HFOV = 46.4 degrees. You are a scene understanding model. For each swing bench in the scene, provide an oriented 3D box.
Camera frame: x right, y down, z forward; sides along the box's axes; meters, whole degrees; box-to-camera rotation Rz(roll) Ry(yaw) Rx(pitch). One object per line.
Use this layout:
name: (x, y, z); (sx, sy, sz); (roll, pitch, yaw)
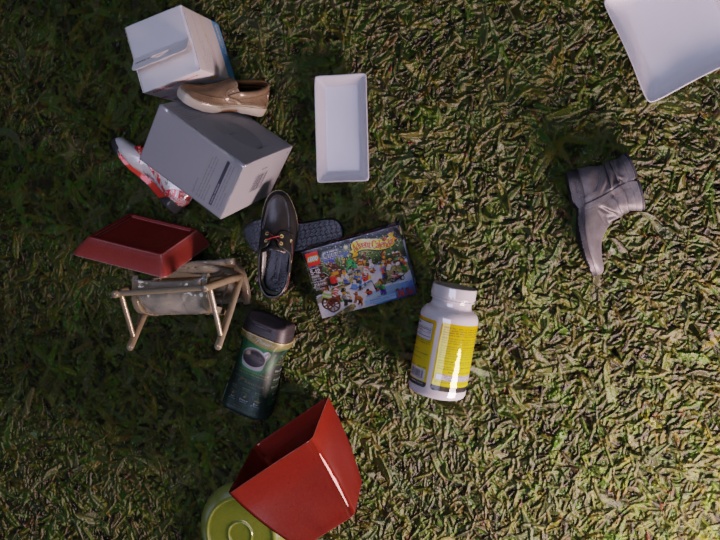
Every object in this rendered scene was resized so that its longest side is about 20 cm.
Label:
swing bench: (-0.337, 0.049, 1.616); (0.194, 0.201, 0.133); (-3, 114, 13)

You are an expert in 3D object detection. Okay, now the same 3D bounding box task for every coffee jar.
coffee jar: (-0.199, 0.184, 1.658); (0.102, 0.085, 0.205); (20, 99, 14)

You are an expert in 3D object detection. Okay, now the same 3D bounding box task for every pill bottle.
pill bottle: (0.158, 0.128, 1.556); (0.110, 0.112, 0.205); (11, 97, 12)

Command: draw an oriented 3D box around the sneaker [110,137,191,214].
sneaker: (-0.401, -0.222, 1.688); (0.201, 0.067, 0.108); (46, 101, 3)

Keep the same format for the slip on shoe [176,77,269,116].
slip on shoe: (-0.253, -0.335, 1.581); (0.076, 0.197, 0.061); (50, 125, 36)

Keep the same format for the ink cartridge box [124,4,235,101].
ink cartridge box: (-0.343, -0.407, 1.591); (0.126, 0.200, 0.128); (-17, 90, 13)

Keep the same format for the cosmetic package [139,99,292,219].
cosmetic package: (-0.269, -0.221, 1.577); (0.198, 0.199, 0.124); (36, 117, 8)

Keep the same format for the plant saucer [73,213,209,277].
plant saucer: (-0.420, -0.057, 1.634); (0.195, 0.200, 0.038); (14, 114, 11)

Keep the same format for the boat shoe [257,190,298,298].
boat shoe: (-0.158, -0.049, 1.601); (0.072, 0.063, 0.207); (4, 97, -1)

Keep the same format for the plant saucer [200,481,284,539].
plant saucer: (-0.242, 0.537, 1.722); (0.195, 0.031, 0.206); (1, 94, 13)

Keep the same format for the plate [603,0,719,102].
plate: (0.553, -0.426, 1.465); (0.197, 0.032, 0.203); (-25, 87, 14)

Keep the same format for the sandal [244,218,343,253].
sandal: (-0.130, -0.068, 1.652); (0.194, 0.045, 0.077); (-2, 99, -1)

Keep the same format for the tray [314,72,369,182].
tray: (-0.034, -0.273, 1.620); (0.105, 0.022, 0.206); (0, 94, 14)

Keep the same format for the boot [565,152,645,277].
boot: (0.447, -0.098, 1.498); (0.128, 0.070, 0.205); (-11, 96, 8)

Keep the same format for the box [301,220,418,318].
box: (0.000, 0.000, 1.608); (0.195, 0.038, 0.140); (-15, 103, 13)

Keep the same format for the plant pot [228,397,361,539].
plant pot: (-0.103, 0.399, 1.604); (0.198, 0.200, 0.178); (-34, 97, 13)
